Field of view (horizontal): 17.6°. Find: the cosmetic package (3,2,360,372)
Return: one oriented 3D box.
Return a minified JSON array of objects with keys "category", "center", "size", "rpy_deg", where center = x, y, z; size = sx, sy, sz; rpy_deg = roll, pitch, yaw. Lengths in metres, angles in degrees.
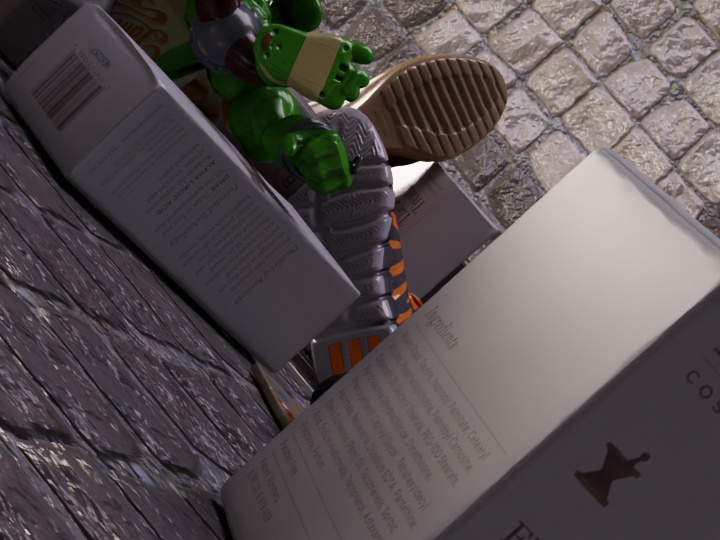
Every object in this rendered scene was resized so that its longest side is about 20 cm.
[{"category":"cosmetic package","center":[-0.093,-0.042,1.243],"size":[0.200,0.074,0.102],"rpy_deg":[44,4,-44]}]

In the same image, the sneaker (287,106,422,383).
[{"category":"sneaker","center":[0.000,0.000,1.496],"size":[0.112,0.077,0.201],"rpy_deg":[26,59,-73]}]

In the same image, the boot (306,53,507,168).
[{"category":"boot","center":[-0.016,-0.099,1.601],"size":[0.166,0.199,0.073],"rpy_deg":[3,-68,60]}]

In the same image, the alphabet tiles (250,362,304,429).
[{"category":"alphabet tiles","center":[0.019,0.140,1.181],"size":[0.167,0.008,0.200],"rpy_deg":[48,3,-27]}]

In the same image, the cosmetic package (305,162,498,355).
[{"category":"cosmetic package","center":[-0.001,-0.027,1.632],"size":[0.052,0.151,0.200],"rpy_deg":[45,4,-25]}]

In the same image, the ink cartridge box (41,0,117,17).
[{"category":"ink cartridge box","center":[-0.192,-0.253,1.292],"size":[0.199,0.161,0.047],"rpy_deg":[30,-9,-5]}]

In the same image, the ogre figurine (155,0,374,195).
[{"category":"ogre figurine","center":[-0.063,-0.135,1.267],"size":[0.200,0.098,0.120],"rpy_deg":[49,-17,-7]}]

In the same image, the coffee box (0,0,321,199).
[{"category":"coffee box","center":[-0.120,-0.116,1.397],"size":[0.200,0.114,0.080],"rpy_deg":[49,3,-24]}]

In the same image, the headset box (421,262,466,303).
[{"category":"headset box","center":[0.058,0.043,1.841],"size":[0.174,0.093,0.200],"rpy_deg":[57,1,28]}]

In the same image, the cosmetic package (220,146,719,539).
[{"category":"cosmetic package","center":[0.084,0.096,0.822],"size":[0.167,0.200,0.166],"rpy_deg":[47,3,-19]}]

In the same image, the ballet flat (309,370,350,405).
[{"category":"ballet flat","center":[-0.002,0.096,1.089],"size":[0.200,0.057,0.067],"rpy_deg":[-75,159,-77]}]
